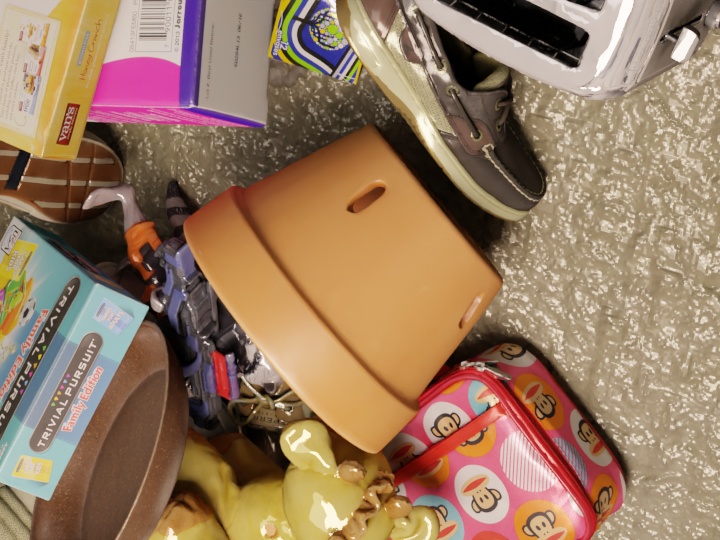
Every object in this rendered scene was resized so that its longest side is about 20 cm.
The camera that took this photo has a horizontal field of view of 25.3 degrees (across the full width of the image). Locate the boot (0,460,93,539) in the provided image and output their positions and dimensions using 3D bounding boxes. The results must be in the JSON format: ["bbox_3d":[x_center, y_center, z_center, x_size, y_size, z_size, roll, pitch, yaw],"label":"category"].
[{"bbox_3d":[-0.175,0.204,1.205,0.200,0.155,0.072,45,156,5],"label":"boot"}]

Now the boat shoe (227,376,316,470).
[{"bbox_3d":[-0.059,0.130,1.229,0.073,0.063,0.201,4,113,29],"label":"boat shoe"}]

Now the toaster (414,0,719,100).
[{"bbox_3d":[0.116,-0.183,0.945,0.199,0.129,0.114,30,123,14],"label":"toaster"}]

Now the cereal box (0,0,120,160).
[{"bbox_3d":[-0.248,-0.170,1.025,0.199,0.039,0.145,24,102,25],"label":"cereal box"}]

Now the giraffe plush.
[{"bbox_3d":[-0.043,0.163,1.099,0.162,0.172,0.201,-44,49,26],"label":"giraffe plush"}]

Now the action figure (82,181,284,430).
[{"bbox_3d":[-0.113,0.008,1.148,0.193,0.104,0.201,43,151,22],"label":"action figure"}]

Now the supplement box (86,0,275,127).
[{"bbox_3d":[-0.166,-0.153,1.063,0.199,0.103,0.102,5,90,25],"label":"supplement box"}]

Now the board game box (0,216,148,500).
[{"bbox_3d":[-0.242,0.057,1.174,0.200,0.047,0.152,28,91,58],"label":"board game box"}]

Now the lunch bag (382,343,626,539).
[{"bbox_3d":[0.073,0.143,1.155,0.200,0.082,0.177,-39,86,38],"label":"lunch bag"}]

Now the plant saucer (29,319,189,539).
[{"bbox_3d":[-0.168,0.134,1.106,0.037,0.201,0.200,25,131,-25],"label":"plant saucer"}]

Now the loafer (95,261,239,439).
[{"bbox_3d":[-0.167,0.089,1.270,0.063,0.072,0.201,-28,100,43],"label":"loafer"}]

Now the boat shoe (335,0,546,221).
[{"bbox_3d":[0.065,-0.112,1.014,0.066,0.072,0.201,-28,121,27],"label":"boat shoe"}]

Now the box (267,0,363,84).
[{"bbox_3d":[-0.002,-0.227,1.020,0.064,0.070,0.201,16,121,0],"label":"box"}]

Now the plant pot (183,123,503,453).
[{"bbox_3d":[0.000,0.000,1.061,0.140,0.200,0.200,-39,90,5],"label":"plant pot"}]

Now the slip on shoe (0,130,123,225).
[{"bbox_3d":[-0.254,-0.081,1.171,0.060,0.200,0.076,35,107,30],"label":"slip on shoe"}]
